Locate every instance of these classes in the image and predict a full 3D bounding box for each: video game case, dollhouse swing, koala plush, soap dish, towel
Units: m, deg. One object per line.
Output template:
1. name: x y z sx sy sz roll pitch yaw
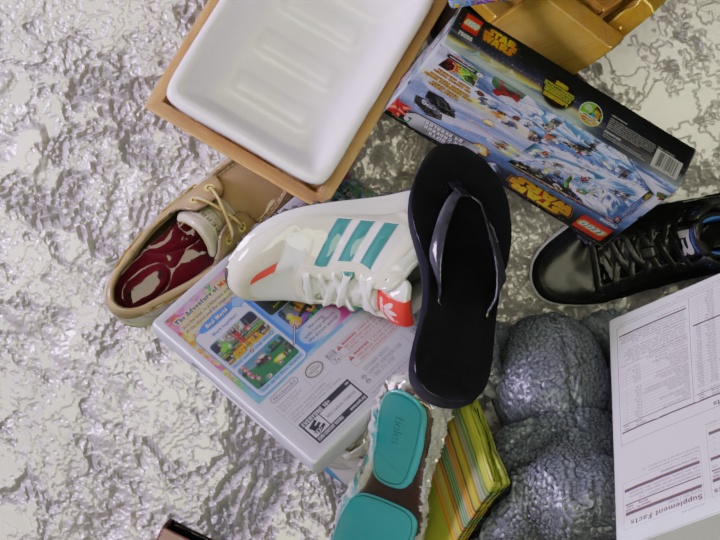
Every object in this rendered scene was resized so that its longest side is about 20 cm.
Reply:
1. video game case: -0.026 0.032 1.646 0.200 0.024 0.182 -42 62 -18
2. dollhouse swing: 0.159 -0.267 1.609 0.200 0.182 0.176 -43 95 -21
3. koala plush: 0.151 0.120 1.649 0.177 0.184 0.200 -1 71 -8
4. soap dish: -0.049 -0.162 1.662 0.157 0.081 0.200 30 76 0
5. towel: 0.056 0.185 1.638 0.018 0.200 0.086 4 47 -24

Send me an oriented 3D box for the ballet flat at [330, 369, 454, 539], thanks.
1. ballet flat: 0.032 0.153 1.607 0.072 0.072 0.200 19 122 1

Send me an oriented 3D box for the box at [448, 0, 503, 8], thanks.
1. box: 0.150 -0.303 1.535 0.192 0.200 0.122 -7 134 17

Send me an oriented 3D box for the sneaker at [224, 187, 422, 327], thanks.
1. sneaker: 0.001 0.000 1.605 0.199 0.070 0.094 -12 51 -3

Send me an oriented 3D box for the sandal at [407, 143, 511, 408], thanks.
1. sandal: 0.075 -0.001 1.555 0.076 0.043 0.200 6 66 -13

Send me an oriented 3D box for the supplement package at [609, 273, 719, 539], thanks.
1. supplement package: 0.280 0.125 1.545 0.151 0.200 0.152 -25 132 30

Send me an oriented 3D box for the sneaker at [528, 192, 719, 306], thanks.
1. sneaker: 0.226 -0.022 1.662 0.200 0.112 0.073 -16 90 2

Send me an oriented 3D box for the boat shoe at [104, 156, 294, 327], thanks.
1. boat shoe: -0.119 -0.030 1.694 0.074 0.066 0.200 44 90 2

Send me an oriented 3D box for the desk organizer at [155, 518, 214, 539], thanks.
1. desk organizer: -0.081 0.273 1.699 0.200 0.072 0.077 26 89 1

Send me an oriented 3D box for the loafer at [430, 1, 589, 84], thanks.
1. loafer: 0.132 -0.137 1.682 0.200 0.071 0.073 40 92 1

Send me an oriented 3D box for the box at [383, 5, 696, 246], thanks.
1. box: 0.128 -0.102 1.588 0.200 0.137 0.040 31 66 -7

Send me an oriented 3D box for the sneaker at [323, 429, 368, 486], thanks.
1. sneaker: -0.025 0.117 1.688 0.200 0.081 0.077 32 90 0
